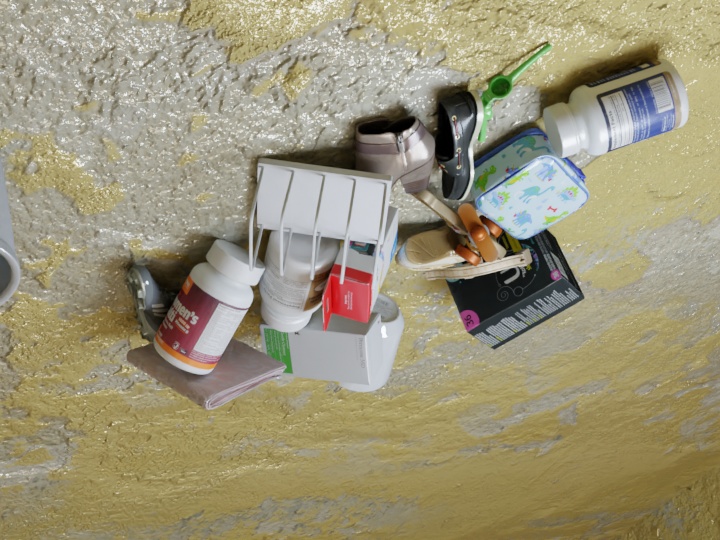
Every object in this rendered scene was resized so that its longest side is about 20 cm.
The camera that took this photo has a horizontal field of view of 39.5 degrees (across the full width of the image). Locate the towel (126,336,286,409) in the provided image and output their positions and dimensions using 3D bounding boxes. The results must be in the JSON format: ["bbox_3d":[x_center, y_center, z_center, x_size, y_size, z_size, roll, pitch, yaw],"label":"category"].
[{"bbox_3d":[-0.258,0.159,1.686,0.191,0.200,0.032,-18,123,-49],"label":"towel"}]

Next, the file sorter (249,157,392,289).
[{"bbox_3d":[-0.064,-0.064,1.490,0.200,0.125,0.139,8,138,1],"label":"file sorter"}]

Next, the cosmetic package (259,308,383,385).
[{"bbox_3d":[-0.066,0.128,1.767,0.200,0.085,0.108,4,117,20],"label":"cosmetic package"}]

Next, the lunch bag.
[{"bbox_3d":[0.280,-0.141,1.664,0.161,0.083,0.200,-33,145,22],"label":"lunch bag"}]

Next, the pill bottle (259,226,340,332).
[{"bbox_3d":[-0.107,0.011,1.654,0.114,0.114,0.200,-6,145,-20],"label":"pill bottle"}]

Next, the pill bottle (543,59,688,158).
[{"bbox_3d":[0.390,-0.243,1.547,0.200,0.111,0.111,-19,147,-1],"label":"pill bottle"}]

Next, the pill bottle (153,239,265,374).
[{"bbox_3d":[-0.240,0.057,1.608,0.110,0.110,0.200,19,106,-44],"label":"pill bottle"}]

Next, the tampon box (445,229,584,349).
[{"bbox_3d":[0.277,0.023,1.837,0.200,0.150,0.126,-32,146,18],"label":"tampon box"}]

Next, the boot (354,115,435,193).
[{"bbox_3d":[0.017,-0.162,1.524,0.200,0.070,0.146,-19,139,2],"label":"boot"}]

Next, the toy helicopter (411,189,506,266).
[{"bbox_3d":[0.160,-0.078,1.644,0.200,0.132,0.079,36,92,-19],"label":"toy helicopter"}]

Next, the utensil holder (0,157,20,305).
[{"bbox_3d":[-0.520,-0.064,1.253,0.170,0.200,0.170,-13,146,-9],"label":"utensil holder"}]

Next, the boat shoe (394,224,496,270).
[{"bbox_3d":[0.147,-0.042,1.760,0.200,0.074,0.069,-8,169,-32],"label":"boat shoe"}]

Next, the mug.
[{"bbox_3d":[-0.006,0.122,1.850,0.186,0.149,0.153,-5,137,-32],"label":"mug"}]

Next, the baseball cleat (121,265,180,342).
[{"bbox_3d":[-0.327,0.042,1.646,0.106,0.070,0.200,-23,154,-20],"label":"baseball cleat"}]

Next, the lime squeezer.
[{"bbox_3d":[0.211,-0.258,1.500,0.071,0.038,0.200,3,140,-31],"label":"lime squeezer"}]

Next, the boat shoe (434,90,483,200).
[{"bbox_3d":[0.140,-0.185,1.535,0.063,0.074,0.201,-15,141,-15],"label":"boat shoe"}]

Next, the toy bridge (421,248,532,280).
[{"bbox_3d":[0.198,-0.005,1.777,0.200,0.027,0.067,-9,-170,29],"label":"toy bridge"}]

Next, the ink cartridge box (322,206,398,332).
[{"bbox_3d":[0.000,0.000,1.617,0.067,0.200,0.116,15,147,10],"label":"ink cartridge box"}]
